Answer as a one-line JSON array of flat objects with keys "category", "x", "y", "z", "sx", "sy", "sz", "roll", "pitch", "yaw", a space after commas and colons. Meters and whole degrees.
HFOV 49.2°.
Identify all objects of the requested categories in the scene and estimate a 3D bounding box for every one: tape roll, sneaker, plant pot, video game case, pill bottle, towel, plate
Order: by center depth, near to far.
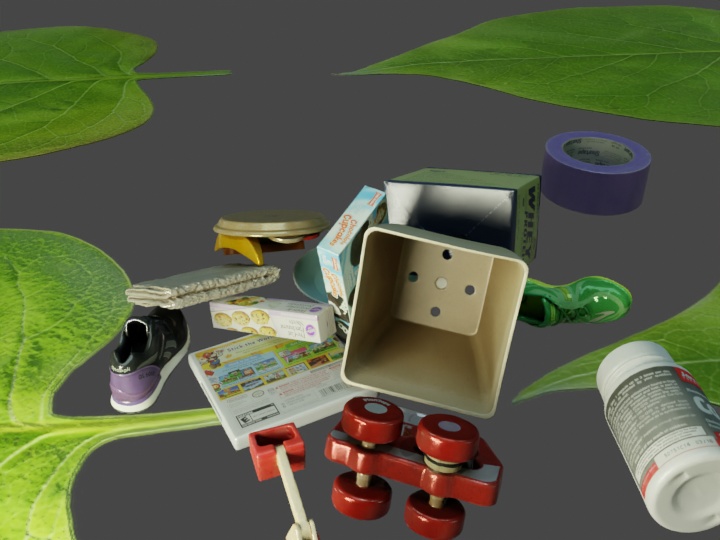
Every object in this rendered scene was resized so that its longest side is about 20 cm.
[{"category": "pill bottle", "x": 0.343, "y": 0.177, "z": 0.884, "sx": 0.111, "sy": 0.116, "sz": 0.201, "roll": -1, "pitch": 32, "yaw": -3}, {"category": "plant pot", "x": 0.099, "y": 0.043, "z": 1.023, "sx": 0.195, "sy": 0.205, "sz": 0.177, "roll": 13, "pitch": 17, "yaw": 7}, {"category": "video game case", "x": -0.103, "y": 0.137, "z": 1.024, "sx": 0.196, "sy": 0.023, "sz": 0.182, "roll": -16, "pitch": 36, "yaw": -24}, {"category": "sneaker", "x": -0.273, "y": 0.088, "z": 1.033, "sx": 0.074, "sy": 0.089, "sz": 0.201, "roll": 2, "pitch": 32, "yaw": 2}, {"category": "sneaker", "x": 0.285, "y": 0.054, "z": 1.124, "sx": 0.195, "sy": 0.076, "sz": 0.084, "roll": 1, "pitch": 28, "yaw": 18}, {"category": "towel", "x": -0.224, "y": 0.022, "z": 1.129, "sx": 0.197, "sy": 0.035, "sz": 0.131, "roll": -15, "pitch": 12, "yaw": -42}, {"category": "plate", "x": -0.008, "y": 0.012, "z": 1.223, "sx": 0.195, "sy": 0.026, "sz": 0.202, "roll": 1, "pitch": 33, "yaw": -1}, {"category": "tape roll", "x": 0.446, "y": -0.189, "z": 1.501, "sx": 0.195, "sy": 0.087, "sz": 0.202, "roll": 1, "pitch": 32, "yaw": -1}]

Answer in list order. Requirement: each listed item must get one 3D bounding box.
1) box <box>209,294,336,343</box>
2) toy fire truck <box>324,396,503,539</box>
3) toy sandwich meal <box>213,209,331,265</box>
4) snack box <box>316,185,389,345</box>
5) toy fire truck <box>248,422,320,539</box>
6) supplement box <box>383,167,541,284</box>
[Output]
[{"category": "box", "x": -0.124, "y": 0.063, "z": 1.076, "sx": 0.196, "sy": 0.042, "sz": 0.039, "roll": 5, "pitch": 22, "yaw": 34}, {"category": "toy fire truck", "x": 0.061, "y": 0.196, "z": 0.869, "sx": 0.195, "sy": 0.115, "sz": 0.168, "roll": 11, "pitch": 14, "yaw": 14}, {"category": "toy sandwich meal", "x": -0.139, "y": -0.050, "z": 1.216, "sx": 0.200, "sy": 0.072, "sz": 0.205, "roll": -1, "pitch": 11, "yaw": 0}, {"category": "snack box", "x": 0.000, "y": 0.000, "z": 1.047, "sx": 0.037, "sy": 0.202, "sz": 0.117, "roll": 22, "pitch": 57, "yaw": 24}, {"category": "toy fire truck", "x": -0.054, "y": 0.256, "z": 0.720, "sx": 0.048, "sy": 0.144, "sz": 0.201, "roll": -10, "pitch": 33, "yaw": -17}, {"category": "supplement box", "x": 0.158, "y": -0.074, "z": 1.195, "sx": 0.196, "sy": 0.138, "sz": 0.199, "roll": 7, "pitch": 15, "yaw": 23}]
